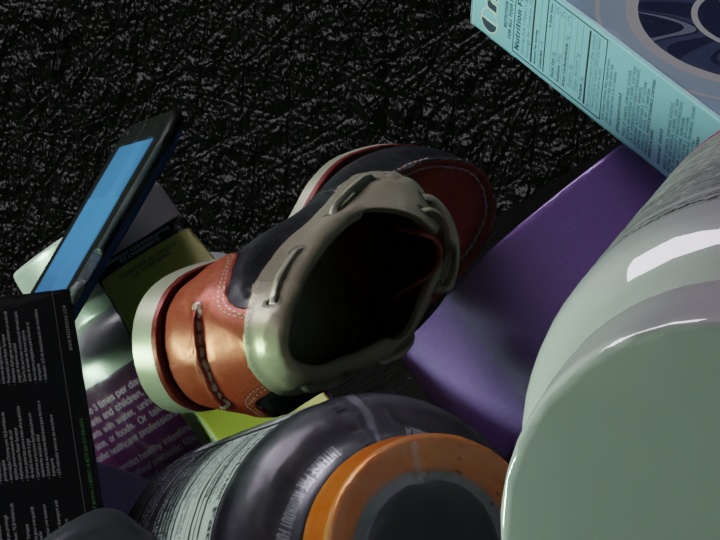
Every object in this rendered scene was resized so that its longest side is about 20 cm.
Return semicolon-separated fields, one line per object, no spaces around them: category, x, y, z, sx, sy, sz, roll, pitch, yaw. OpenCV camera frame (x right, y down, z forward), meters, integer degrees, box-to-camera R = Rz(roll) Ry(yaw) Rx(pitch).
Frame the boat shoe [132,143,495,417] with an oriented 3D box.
boat shoe;0.000;0.000;0.912;0.062;0.072;0.200;-10;11;35

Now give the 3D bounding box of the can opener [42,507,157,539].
can opener;-0.118;0.158;0.739;0.200;0.067;0.053;-50;1;-21

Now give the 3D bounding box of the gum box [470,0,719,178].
gum box;0.167;-0.086;0.962;0.169;0.200;0.045;-22;-45;-28

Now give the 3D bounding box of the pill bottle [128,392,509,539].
pill bottle;-0.008;0.097;0.823;0.106;0.107;0.200;-34;3;-20

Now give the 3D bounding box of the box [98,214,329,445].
box;-0.042;0.061;1.063;0.050;0.075;0.200;-32;41;-8

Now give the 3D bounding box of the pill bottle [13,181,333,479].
pill bottle;-0.076;0.063;1.213;0.112;0.201;0.112;-33;2;1

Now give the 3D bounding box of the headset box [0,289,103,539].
headset box;-0.185;0.110;0.874;0.199;0.175;0.093;-7;-38;-11

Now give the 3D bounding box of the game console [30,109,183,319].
game console;-0.166;-0.004;1.061;0.169;0.119;0.200;-1;0;-11

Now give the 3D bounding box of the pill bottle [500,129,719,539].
pill bottle;0.102;0.030;0.598;0.113;0.114;0.200;-32;3;23

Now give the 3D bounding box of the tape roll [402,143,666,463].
tape roll;0.114;0.001;1.050;0.200;0.066;0.200;-35;-10;-7

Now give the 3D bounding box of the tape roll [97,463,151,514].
tape roll;-0.159;0.129;1.086;0.200;0.199;0.066;-29;49;58
